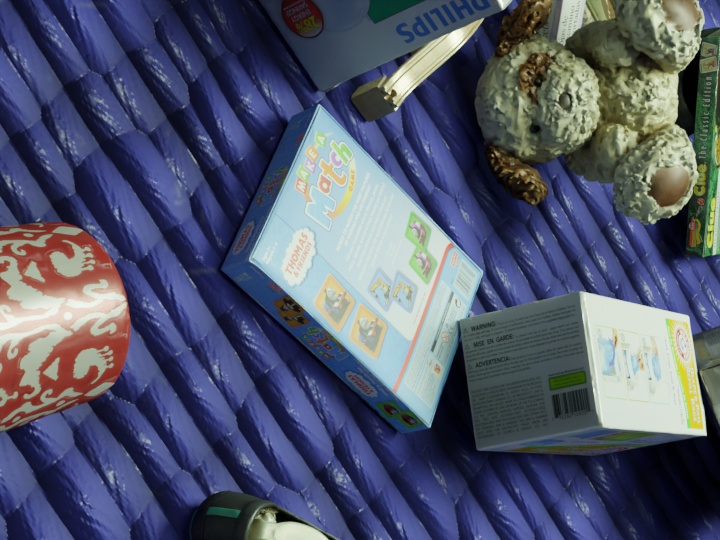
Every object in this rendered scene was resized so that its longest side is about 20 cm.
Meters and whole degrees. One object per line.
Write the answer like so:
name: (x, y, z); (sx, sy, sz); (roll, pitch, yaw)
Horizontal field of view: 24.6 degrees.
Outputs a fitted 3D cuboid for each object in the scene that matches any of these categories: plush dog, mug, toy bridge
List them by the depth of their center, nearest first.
mug: (-0.237, 0.018, 0.897); (0.199, 0.133, 0.179); (-12, 87, -50)
toy bridge: (0.065, -0.192, 1.322); (0.027, 0.067, 0.200); (53, 46, -18)
plush dog: (0.178, -0.144, 1.368); (0.170, 0.160, 0.202); (0, 98, -11)

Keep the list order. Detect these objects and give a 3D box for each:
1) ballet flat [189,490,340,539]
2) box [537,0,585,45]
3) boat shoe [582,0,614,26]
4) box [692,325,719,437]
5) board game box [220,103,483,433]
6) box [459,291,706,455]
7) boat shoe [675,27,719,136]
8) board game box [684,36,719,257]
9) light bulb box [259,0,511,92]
ballet flat: (-0.025, 0.204, 1.096); (0.200, 0.073, 0.074); (36, 53, -33)
box: (0.172, -0.264, 1.405); (0.039, 0.041, 0.202); (-16, 122, -49)
boat shoe: (0.208, -0.205, 1.490); (0.073, 0.062, 0.201); (-48, 117, -71)
box: (0.335, 0.138, 1.433); (0.200, 0.048, 0.160); (-39, 109, -80)
board game box: (0.000, 0.000, 1.213); (0.200, 0.036, 0.152); (45, 49, -28)
box: (0.178, 0.085, 1.292); (0.199, 0.112, 0.102); (11, 69, -54)
boat shoe: (0.333, -0.184, 1.602); (0.074, 0.063, 0.201); (58, 43, -12)
board game box: (0.338, -0.115, 1.548); (0.105, 0.023, 0.202); (-7, 102, -61)
light bulb box: (0.009, -0.266, 1.193); (0.201, 0.197, 0.125); (54, 48, -16)
